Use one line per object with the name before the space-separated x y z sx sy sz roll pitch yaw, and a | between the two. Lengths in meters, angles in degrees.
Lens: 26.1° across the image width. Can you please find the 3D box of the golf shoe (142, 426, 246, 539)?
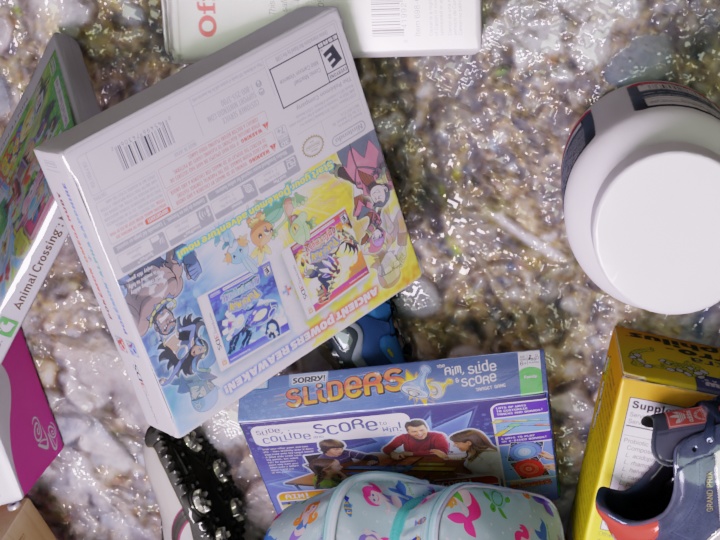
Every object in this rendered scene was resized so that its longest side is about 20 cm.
golf shoe | -0.117 0.202 1.089 0.087 0.077 0.202 -21 100 17

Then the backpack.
backpack | 0.036 0.214 0.968 0.199 0.179 0.150 17 147 -35

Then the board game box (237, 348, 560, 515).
board game box | 0.030 0.113 1.029 0.197 0.035 0.136 -6 142 7

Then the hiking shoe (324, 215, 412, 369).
hiking shoe | 0.000 0.000 1.026 0.086 0.074 0.201 -29 106 1

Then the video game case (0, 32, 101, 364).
video game case | -0.217 -0.040 0.983 0.022 0.200 0.183 23 107 -26

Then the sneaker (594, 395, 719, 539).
sneaker | 0.217 0.096 0.908 0.084 0.075 0.200 38 105 -9

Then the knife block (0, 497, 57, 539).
knife block | -0.247 0.250 1.115 0.198 0.064 0.177 -9 121 27

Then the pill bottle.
pill bottle | 0.179 -0.042 0.927 0.118 0.200 0.121 2 104 7

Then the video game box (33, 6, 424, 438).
video game box | -0.069 -0.032 0.912 0.199 0.047 0.184 -32 114 -29

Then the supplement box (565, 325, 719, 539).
supplement box | 0.199 0.155 1.020 0.108 0.110 0.202 11 105 3

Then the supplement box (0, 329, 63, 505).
supplement box | -0.324 0.121 1.079 0.198 0.101 0.104 -17 101 11

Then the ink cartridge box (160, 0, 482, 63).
ink cartridge box | -0.024 -0.208 0.972 0.197 0.085 0.148 -1 103 5
